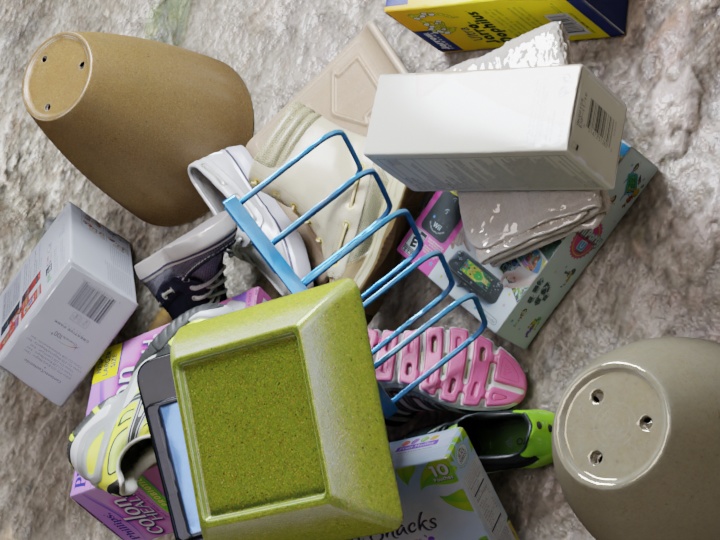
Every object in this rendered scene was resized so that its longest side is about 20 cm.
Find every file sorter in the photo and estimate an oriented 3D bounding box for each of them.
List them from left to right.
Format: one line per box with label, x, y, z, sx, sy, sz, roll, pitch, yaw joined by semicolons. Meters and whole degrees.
file sorter;0.000;0.000;1.581;0.123;0.139;0.200;-38;72;-3

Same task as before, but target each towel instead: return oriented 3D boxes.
towel;0.140;-0.110;1.617;0.132;0.034;0.201;-22;62;26

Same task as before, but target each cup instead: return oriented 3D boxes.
cup;0.231;0.138;1.479;0.200;0.143;0.201;-11;69;31

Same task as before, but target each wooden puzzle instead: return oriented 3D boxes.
wooden puzzle;-0.007;-0.111;1.794;0.200;0.046;0.186;-45;55;21

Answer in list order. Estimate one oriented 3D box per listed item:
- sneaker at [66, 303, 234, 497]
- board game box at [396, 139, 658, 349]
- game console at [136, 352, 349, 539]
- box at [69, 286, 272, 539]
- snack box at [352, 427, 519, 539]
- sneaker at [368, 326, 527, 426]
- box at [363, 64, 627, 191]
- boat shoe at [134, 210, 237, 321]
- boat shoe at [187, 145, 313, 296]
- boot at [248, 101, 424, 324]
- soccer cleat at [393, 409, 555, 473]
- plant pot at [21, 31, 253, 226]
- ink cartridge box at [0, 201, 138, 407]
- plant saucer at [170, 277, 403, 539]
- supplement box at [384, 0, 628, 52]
sneaker;-0.169;0.118;1.648;0.200;0.075;0.076;-51;53;0
board game box;0.146;-0.055;1.654;0.147;0.064;0.200;40;98;37
game console;-0.096;0.144;1.536;0.170;0.118;0.201;-16;79;4
box;-0.155;0.137;1.742;0.199;0.097;0.176;-22;42;27
snack box;0.026;0.222;1.601;0.199;0.053;0.143;-16;110;30
sneaker;0.053;0.099;1.667;0.199;0.088;0.074;5;63;13
box;0.112;-0.117;1.560;0.199;0.095;0.078;2;73;33
boat shoe;-0.148;0.007;1.781;0.093;0.075;0.200;58;157;-4
boat shoe;-0.109;-0.041;1.805;0.065;0.072;0.200;-17;59;-20
boot;-0.038;-0.041;1.715;0.155;0.073;0.201;25;101;19
soccer cleat;0.083;0.154;1.616;0.199;0.081;0.068;-18;65;29
plant pot;-0.239;-0.161;1.874;0.186;0.200;0.187;-11;69;31
ink cartridge box;-0.309;0.047;1.866;0.176;0.084;0.200;-52;18;10
plant saucer;-0.074;0.124;1.479;0.199;0.048;0.201;-16;81;36
supplement box;0.137;-0.276;1.704;0.199;0.109;0.109;-2;74;35
